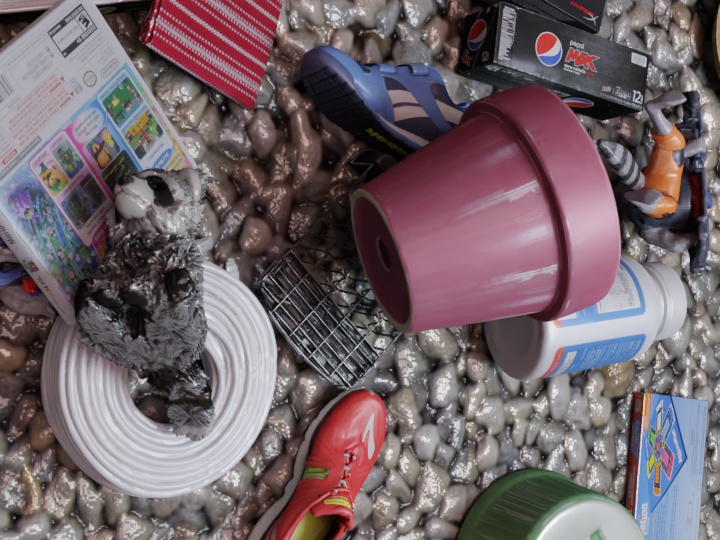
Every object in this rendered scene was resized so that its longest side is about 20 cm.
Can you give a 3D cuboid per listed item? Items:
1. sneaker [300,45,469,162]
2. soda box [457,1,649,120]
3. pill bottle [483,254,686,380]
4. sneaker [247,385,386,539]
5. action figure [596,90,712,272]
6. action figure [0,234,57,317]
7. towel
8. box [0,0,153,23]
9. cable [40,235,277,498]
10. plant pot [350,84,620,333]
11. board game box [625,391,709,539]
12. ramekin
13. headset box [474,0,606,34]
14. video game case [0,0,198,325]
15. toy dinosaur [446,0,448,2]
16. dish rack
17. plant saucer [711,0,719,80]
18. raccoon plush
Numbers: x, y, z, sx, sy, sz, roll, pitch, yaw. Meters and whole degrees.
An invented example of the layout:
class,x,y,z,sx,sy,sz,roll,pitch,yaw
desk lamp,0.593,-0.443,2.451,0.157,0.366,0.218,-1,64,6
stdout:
class,x,y,z,sx,sy,sz,roll,pitch,yaw
sneaker,0.028,-0.163,0.968,0.198,0.073,0.084,30,76,-33
soda box,0.201,-0.213,1.060,0.197,0.070,0.065,12,84,-27
pill bottle,0.233,0.043,1.047,0.197,0.112,0.115,-6,91,-28
sneaker,-0.024,0.200,0.918,0.077,0.085,0.202,36,73,-23
action figure,0.309,-0.107,1.069,0.194,0.103,0.204,50,41,-60
action figure,-0.268,-0.060,0.812,0.199,0.103,0.197,-29,111,-56
towel,-0.116,-0.260,0.893,0.144,0.022,0.204,25,76,-53
box,-0.242,-0.267,0.844,0.197,0.035,0.112,-13,94,-28
cable,-0.161,0.087,0.853,0.197,0.069,0.204,-20,99,-30
plant pot,0.095,-0.036,0.882,0.176,0.200,0.204,-20,98,-15
board game box,0.341,0.243,1.150,0.101,0.019,0.204,9,84,-29
ramekin,0.197,0.307,1.025,0.197,0.097,0.205,1,88,-28
headset box,0.192,-0.359,1.056,0.147,0.077,0.204,20,81,-28
video game case,-0.218,-0.092,0.789,0.184,0.023,0.201,59,36,-27
toy dinosaur,0.074,-0.384,1.005,0.105,0.060,0.204,14,82,-28
dish rack,0.000,0.000,0.957,0.200,0.054,0.154,-47,108,-19
plant saucer,0.486,-0.268,1.235,0.197,0.035,0.205,1,88,-29
raccoon plush,-0.153,0.017,0.791,0.095,0.202,0.135,4,45,3
